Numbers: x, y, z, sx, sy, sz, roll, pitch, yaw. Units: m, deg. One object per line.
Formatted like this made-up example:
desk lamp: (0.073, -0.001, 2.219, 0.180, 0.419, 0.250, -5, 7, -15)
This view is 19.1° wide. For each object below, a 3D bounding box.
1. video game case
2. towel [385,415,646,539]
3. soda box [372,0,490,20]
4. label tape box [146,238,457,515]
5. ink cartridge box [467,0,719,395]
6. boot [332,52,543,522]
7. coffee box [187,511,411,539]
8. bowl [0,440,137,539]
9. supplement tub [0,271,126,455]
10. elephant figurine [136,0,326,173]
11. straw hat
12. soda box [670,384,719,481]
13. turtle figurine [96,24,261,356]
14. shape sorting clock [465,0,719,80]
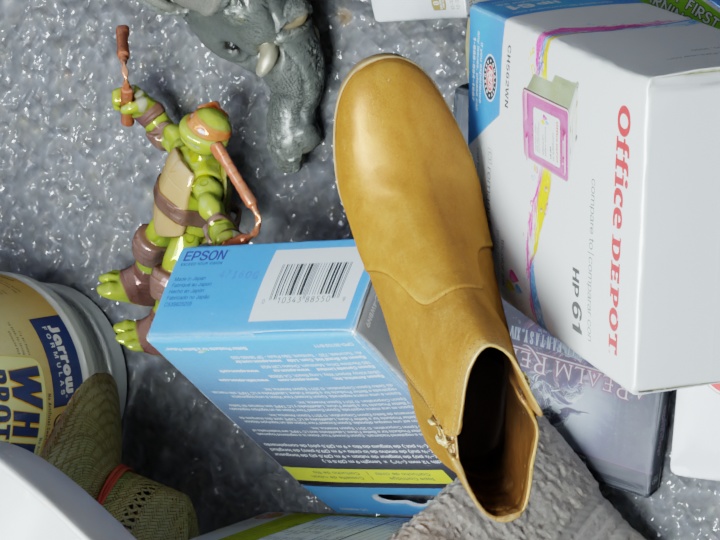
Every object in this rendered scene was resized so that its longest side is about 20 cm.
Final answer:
video game case: (0.107, 0.010, 1.157, 0.142, 0.019, 0.202, 16, 112, 29)
towel: (0.084, 0.160, 1.088, 0.133, 0.200, 0.034, 51, 129, 2)
soda box: (0.030, -0.232, 1.089, 0.068, 0.063, 0.201, 3, 112, 44)
label tape box: (-0.001, 0.063, 1.177, 0.142, 0.200, 0.066, -3, 56, 36)
ink cartridge box: (0.124, -0.043, 1.004, 0.200, 0.084, 0.146, -143, 50, -64)
boot: (0.043, 0.006, 1.004, 0.070, 0.144, 0.203, -16, 109, -6)
coffee box: (-0.022, 0.252, 1.170, 0.197, 0.200, 0.201, -2, 94, 32)
bowl: (-0.163, 0.202, 1.094, 0.200, 0.074, 0.201, 37, 113, 25)
supplement tub: (-0.248, 0.076, 1.289, 0.143, 0.200, 0.146, 3, 97, 31)
elephant figurine: (-0.068, -0.181, 1.208, 0.200, 0.141, 0.156, -57, 38, 39)
straw hat: (-0.141, 0.168, 1.261, 0.084, 0.201, 0.203, 15, 103, 10)
soda box: (0.196, 0.003, 1.067, 0.063, 0.068, 0.202, 6, 109, 14)
turtle figurine: (-0.109, -0.042, 1.264, 0.200, 0.064, 0.162, 51, 131, 38)
shape sorting clock: (0.146, -0.110, 1.128, 0.199, 0.039, 0.202, 12, 112, 31)
